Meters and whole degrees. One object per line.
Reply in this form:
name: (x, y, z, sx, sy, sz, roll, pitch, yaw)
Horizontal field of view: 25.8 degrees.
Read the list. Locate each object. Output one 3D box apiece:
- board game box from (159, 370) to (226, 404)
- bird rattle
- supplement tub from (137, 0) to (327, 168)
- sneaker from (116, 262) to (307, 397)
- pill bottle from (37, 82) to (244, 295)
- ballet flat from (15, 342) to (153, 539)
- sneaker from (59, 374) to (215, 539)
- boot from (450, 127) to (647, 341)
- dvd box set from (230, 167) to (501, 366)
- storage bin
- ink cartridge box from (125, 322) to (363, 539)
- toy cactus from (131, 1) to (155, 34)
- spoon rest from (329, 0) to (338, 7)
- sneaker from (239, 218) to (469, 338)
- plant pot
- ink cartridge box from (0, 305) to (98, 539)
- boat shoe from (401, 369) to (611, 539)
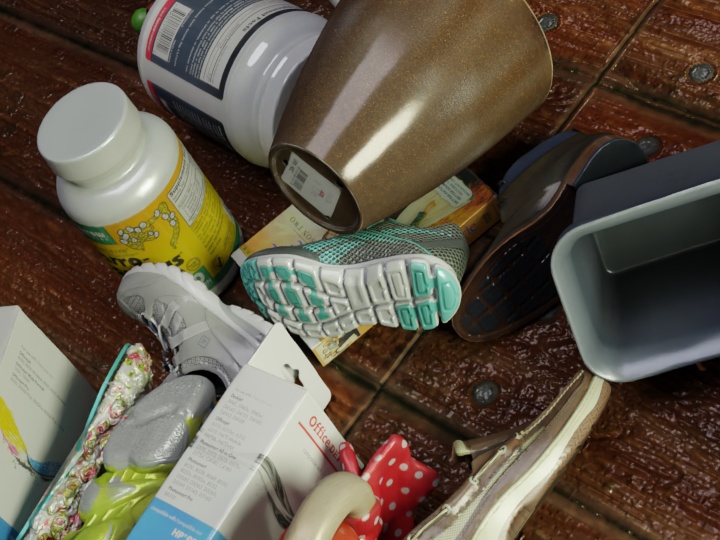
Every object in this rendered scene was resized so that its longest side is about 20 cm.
board game box: (-0.146, 0.136, 1.272, 0.095, 0.030, 0.200, 28, 69, 39)
bird rattle: (-0.014, 0.202, 1.075, 0.112, 0.163, 0.201, 26, 78, 19)
supplement tub: (-0.094, -0.177, 1.405, 0.199, 0.141, 0.141, 31, 73, 39)
sneaker: (-0.137, 0.056, 1.260, 0.199, 0.075, 0.082, 24, 68, 40)
pill bottle: (-0.186, -0.061, 1.322, 0.111, 0.201, 0.114, -13, 50, 16)
ballet flat: (-0.201, 0.155, 1.234, 0.063, 0.076, 0.202, 25, 71, 6)
sneaker: (-0.156, 0.181, 1.192, 0.075, 0.105, 0.201, 10, 59, 45)
boot: (0.137, -0.032, 1.246, 0.200, 0.075, 0.097, -45, 23, 1)
dvd box set: (0.004, -0.030, 1.319, 0.199, 0.029, 0.146, -39, 48, -6)
storage bin: (0.245, -0.017, 1.131, 0.198, 0.147, 0.135, -17, 22, 14)
ink cartridge box: (-0.071, 0.154, 1.158, 0.066, 0.116, 0.201, 19, 66, 36)
toy cactus: (-0.137, -0.298, 1.563, 0.199, 0.103, 0.165, -38, 57, -16)
spoon rest: (0.026, -0.210, 1.437, 0.099, 0.061, 0.201, -36, 61, -1)
sneaker: (0.000, 0.000, 1.243, 0.198, 0.078, 0.091, 2, 35, 27)
plant pot: (0.021, -0.130, 1.243, 0.186, 0.188, 0.200, 21, 58, 36)
ink cartridge box: (-0.325, 0.152, 1.267, 0.145, 0.145, 0.202, -3, 54, 24)
boat shoe: (0.097, 0.139, 1.095, 0.074, 0.075, 0.203, 35, 67, 12)
